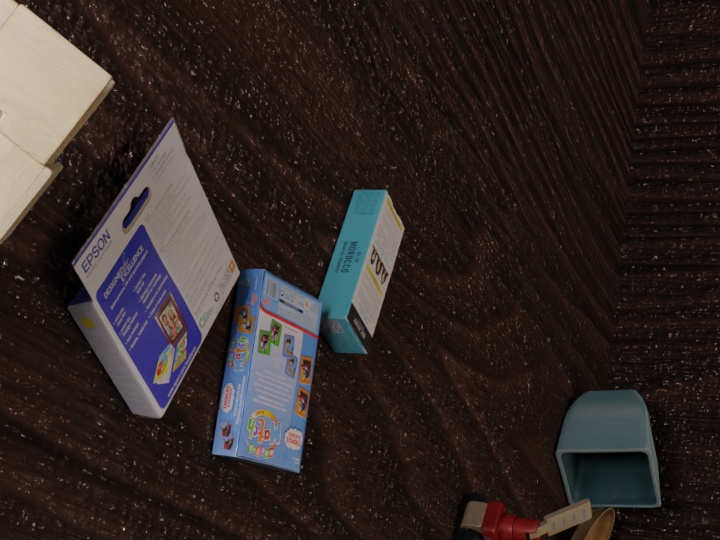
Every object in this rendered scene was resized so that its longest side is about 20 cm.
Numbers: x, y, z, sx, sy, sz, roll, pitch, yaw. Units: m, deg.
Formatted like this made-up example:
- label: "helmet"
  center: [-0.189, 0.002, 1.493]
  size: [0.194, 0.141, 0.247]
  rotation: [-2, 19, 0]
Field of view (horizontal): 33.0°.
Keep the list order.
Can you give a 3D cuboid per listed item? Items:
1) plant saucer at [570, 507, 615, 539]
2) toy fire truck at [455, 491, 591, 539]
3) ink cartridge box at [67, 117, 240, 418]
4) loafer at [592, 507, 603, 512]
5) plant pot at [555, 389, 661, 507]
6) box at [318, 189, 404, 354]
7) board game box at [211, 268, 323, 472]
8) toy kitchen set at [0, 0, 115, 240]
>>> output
- label: "plant saucer"
  center: [0.478, 0.589, 2.594]
  size: [0.200, 0.035, 0.202]
  rotation: [-39, 143, -38]
- label: "toy fire truck"
  center: [0.276, 0.444, 2.002]
  size: [0.177, 0.198, 0.129]
  rotation: [68, 34, -40]
- label: "ink cartridge box"
  center: [-0.195, -0.003, 1.133]
  size: [0.199, 0.047, 0.201]
  rotation: [-64, 144, -40]
- label: "loafer"
  center: [0.539, 0.518, 2.740]
  size: [0.200, 0.069, 0.076]
  rotation: [-38, 125, -59]
- label: "plant pot"
  center: [0.534, 0.365, 2.595]
  size: [0.201, 0.194, 0.197]
  rotation: [-74, 153, -43]
- label: "box"
  center: [0.000, 0.000, 1.551]
  size: [0.083, 0.049, 0.201]
  rotation: [61, 38, -48]
- label: "board game box"
  center: [-0.100, 0.115, 1.354]
  size: [0.151, 0.036, 0.202]
  rotation: [33, 61, -62]
- label: "toy kitchen set"
  center: [-0.304, -0.109, 0.878]
  size: [0.201, 0.180, 0.163]
  rotation: [-52, -168, -2]
